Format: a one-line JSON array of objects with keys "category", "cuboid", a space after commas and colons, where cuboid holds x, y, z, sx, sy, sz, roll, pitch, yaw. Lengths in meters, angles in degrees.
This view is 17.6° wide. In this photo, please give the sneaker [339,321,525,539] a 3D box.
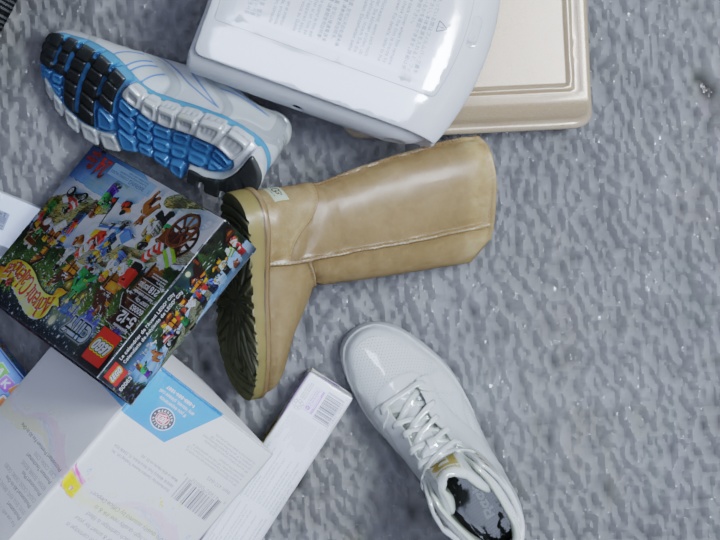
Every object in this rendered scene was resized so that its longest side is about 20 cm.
[{"category": "sneaker", "cuboid": [0.057, 0.122, 1.680, 0.074, 0.116, 0.200, -37, 92, 1]}]

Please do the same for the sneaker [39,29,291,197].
[{"category": "sneaker", "cuboid": [-0.140, -0.123, 1.689, 0.200, 0.087, 0.075, 30, 131, 12]}]

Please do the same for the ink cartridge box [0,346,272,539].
[{"category": "ink cartridge box", "cuboid": [-0.190, 0.147, 1.639, 0.200, 0.125, 0.129, -48, 127, -1]}]

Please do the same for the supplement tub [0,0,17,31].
[{"category": "supplement tub", "cuboid": [-0.313, -0.189, 1.643, 0.122, 0.123, 0.200, 28, 91, -4]}]

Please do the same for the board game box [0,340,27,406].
[{"category": "board game box", "cuboid": [-0.340, 0.116, 1.696, 0.200, 0.037, 0.151, -38, 94, -1]}]

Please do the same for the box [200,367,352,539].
[{"category": "box", "cuboid": [-0.075, 0.165, 1.712, 0.041, 0.039, 0.200, 32, 90, -3]}]

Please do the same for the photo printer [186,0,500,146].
[{"category": "photo printer", "cuboid": [-0.004, -0.187, 1.653, 0.200, 0.069, 0.166, 19, 84, -2]}]

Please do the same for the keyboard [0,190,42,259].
[{"category": "keyboard", "cuboid": [-0.274, -0.032, 1.709, 0.200, 0.011, 0.056, 23, 85, -4]}]

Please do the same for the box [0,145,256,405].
[{"category": "box", "cuboid": [-0.173, -0.001, 1.619, 0.137, 0.200, 0.038, -51, 127, -8]}]

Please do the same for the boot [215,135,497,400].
[{"category": "boot", "cuboid": [0.000, 0.000, 1.680, 0.200, 0.066, 0.175, -12, 125, -25]}]

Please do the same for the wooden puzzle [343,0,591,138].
[{"category": "wooden puzzle", "cuboid": [0.074, -0.199, 1.711, 0.185, 0.037, 0.200, -3, 88, -3]}]
